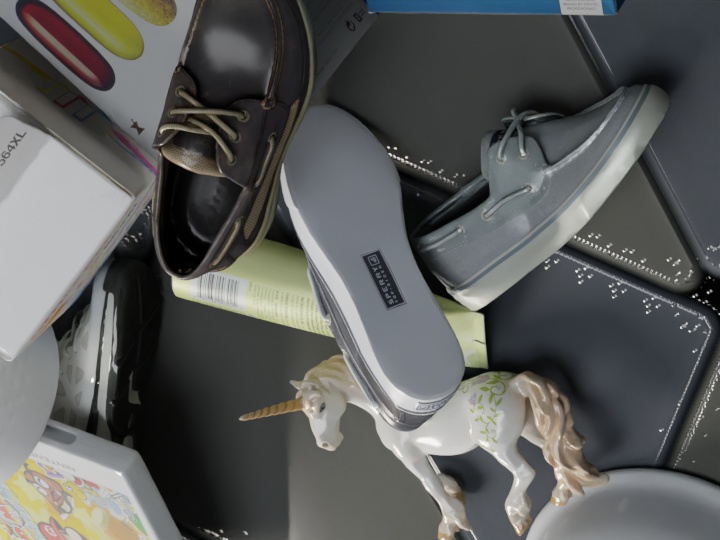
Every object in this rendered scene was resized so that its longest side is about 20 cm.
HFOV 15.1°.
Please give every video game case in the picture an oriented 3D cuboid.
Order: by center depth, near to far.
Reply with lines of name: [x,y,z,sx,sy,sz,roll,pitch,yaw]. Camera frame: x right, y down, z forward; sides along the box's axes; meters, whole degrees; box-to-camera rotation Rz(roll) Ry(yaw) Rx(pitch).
video game case: [-0.190,0.164,1.803,0.182,0.023,0.200,17,146,32]

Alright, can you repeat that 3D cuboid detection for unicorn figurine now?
unicorn figurine: [0.048,0.103,1.686,0.199,0.074,0.138,-18,112,20]

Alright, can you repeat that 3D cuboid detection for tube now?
tube: [-0.016,0.017,1.668,0.199,0.058,0.052,16,107,14]

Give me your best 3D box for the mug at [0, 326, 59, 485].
mug: [-0.296,0.027,1.689,0.147,0.201,0.175,-13,153,31]

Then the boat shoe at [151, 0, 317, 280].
boat shoe: [-0.072,-0.076,1.469,0.074,0.073,0.200,17,127,13]

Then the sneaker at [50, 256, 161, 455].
sneaker: [-0.198,0.063,1.765,0.115,0.076,0.201,19,130,10]

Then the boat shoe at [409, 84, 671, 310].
boat shoe: [0.096,-0.052,1.551,0.071,0.070,0.201,39,132,-8]

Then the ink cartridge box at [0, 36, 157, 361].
ink cartridge box: [-0.203,-0.044,1.592,0.125,0.200,0.129,37,103,-2]

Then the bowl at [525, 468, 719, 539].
bowl: [0.182,0.230,1.689,0.200,0.090,0.202,12,126,17]

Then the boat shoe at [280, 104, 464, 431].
boat shoe: [0.000,0.000,1.597,0.200,0.072,0.068,64,154,17]

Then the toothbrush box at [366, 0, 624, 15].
toothbrush box: [0.067,-0.241,1.426,0.146,0.085,0.201,2,123,24]

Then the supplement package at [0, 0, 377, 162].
supplement package: [-0.112,-0.159,1.551,0.200,0.110,0.114,42,129,-6]
